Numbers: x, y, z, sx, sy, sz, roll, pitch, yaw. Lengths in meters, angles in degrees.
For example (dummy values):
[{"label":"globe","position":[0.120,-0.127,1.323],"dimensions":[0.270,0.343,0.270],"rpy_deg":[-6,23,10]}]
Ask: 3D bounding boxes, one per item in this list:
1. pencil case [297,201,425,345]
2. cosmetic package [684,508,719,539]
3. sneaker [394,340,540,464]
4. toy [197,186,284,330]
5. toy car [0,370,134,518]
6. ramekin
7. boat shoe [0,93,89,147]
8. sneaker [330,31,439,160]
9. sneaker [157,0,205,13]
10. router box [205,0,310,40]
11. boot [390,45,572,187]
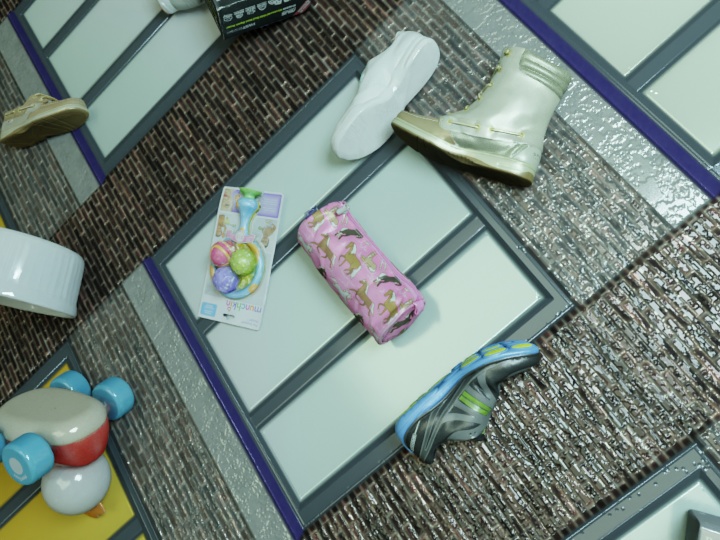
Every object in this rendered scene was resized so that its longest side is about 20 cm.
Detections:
[{"label":"pencil case","position":[0.000,0.000,0.745],"dimensions":[0.082,0.087,0.201],"rpy_deg":[-31,68,-20]},{"label":"cosmetic package","position":[0.357,0.348,0.538],"dimensions":[0.105,0.090,0.205],"rpy_deg":[6,86,25]},{"label":"sneaker","position":[0.133,0.154,0.678],"dimensions":[0.199,0.071,0.083],"rpy_deg":[-41,83,11]},{"label":"toy","position":[-0.186,-0.025,0.840],"dimensions":[0.113,0.047,0.204],"rpy_deg":[9,83,24]},{"label":"toy car","position":[-0.440,0.285,0.845],"dimensions":[0.173,0.184,0.204],"rpy_deg":[2,109,22]},{"label":"ramekin","position":[-0.539,0.003,0.898],"dimensions":[0.196,0.200,0.100],"rpy_deg":[6,75,22]},{"label":"boat shoe","position":[-0.574,-0.282,1.026],"dimensions":[0.196,0.074,0.071],"rpy_deg":[-12,82,20]},{"label":"sneaker","position":[0.019,-0.246,0.796],"dimensions":[0.201,0.075,0.088],"rpy_deg":[-49,55,1]},{"label":"sneaker","position":[-0.285,-0.536,0.967],"dimensions":[0.090,0.076,0.205],"rpy_deg":[5,89,14]},{"label":"router box","position":[-0.181,-0.470,0.882],"dimensions":[0.147,0.062,0.203],"rpy_deg":[-23,70,-11]},{"label":"boot","position":[0.151,-0.209,0.728],"dimensions":[0.197,0.072,0.157],"rpy_deg":[23,90,18]}]
